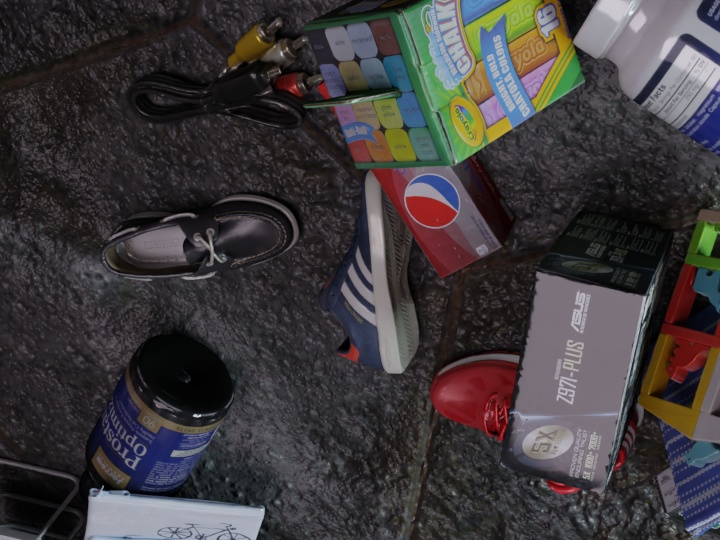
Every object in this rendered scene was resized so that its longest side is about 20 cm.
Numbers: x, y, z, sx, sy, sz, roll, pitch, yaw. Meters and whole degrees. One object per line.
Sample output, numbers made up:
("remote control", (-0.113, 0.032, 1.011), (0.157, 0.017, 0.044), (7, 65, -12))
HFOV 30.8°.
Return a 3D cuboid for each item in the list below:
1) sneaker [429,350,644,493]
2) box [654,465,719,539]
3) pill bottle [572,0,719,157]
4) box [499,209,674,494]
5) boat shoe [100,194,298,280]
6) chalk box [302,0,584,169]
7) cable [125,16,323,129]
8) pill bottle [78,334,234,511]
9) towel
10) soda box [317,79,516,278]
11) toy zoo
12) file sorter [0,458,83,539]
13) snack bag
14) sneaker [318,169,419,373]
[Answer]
("sneaker", (0.148, 0.135, 1.173), (0.198, 0.116, 0.079), (1, 116, 19))
("box", (0.380, 0.167, 1.085), (0.192, 0.048, 0.200), (27, 128, -32))
("pill bottle", (0.265, -0.157, 0.974), (0.199, 0.116, 0.116), (34, 123, 2))
("box", (0.185, 0.058, 1.052), (0.085, 0.200, 0.165), (14, 110, 15))
("boat shoe", (-0.156, -0.027, 1.242), (0.198, 0.060, 0.075), (-1, 115, 22))
("chalk box", (0.050, -0.154, 0.992), (0.124, 0.199, 0.125), (7, 124, 54))
("cable", (-0.119, -0.163, 1.182), (0.199, 0.051, 0.097), (-9, 130, 39))
("pill bottle", (-0.215, 0.170, 1.339), (0.111, 0.112, 0.201), (34, 123, 2))
("towel", (0.302, 0.101, 1.053), (0.024, 0.201, 0.145), (32, 125, -27))
("soda box", (0.050, -0.099, 1.121), (0.070, 0.063, 0.201), (-26, 104, 28))
("toy zoo", (0.291, 0.057, 1.028), (0.131, 0.020, 0.202), (17, 87, 55))
("file sorter", (-0.389, 0.337, 1.487), (0.137, 0.125, 0.202), (9, 120, 16))
("snack bag", (-0.197, 0.288, 1.371), (0.187, 0.022, 0.201), (8, 142, -11))
("sneaker", (0.000, 0.000, 1.188), (0.084, 0.075, 0.202), (7, 115, 23))
